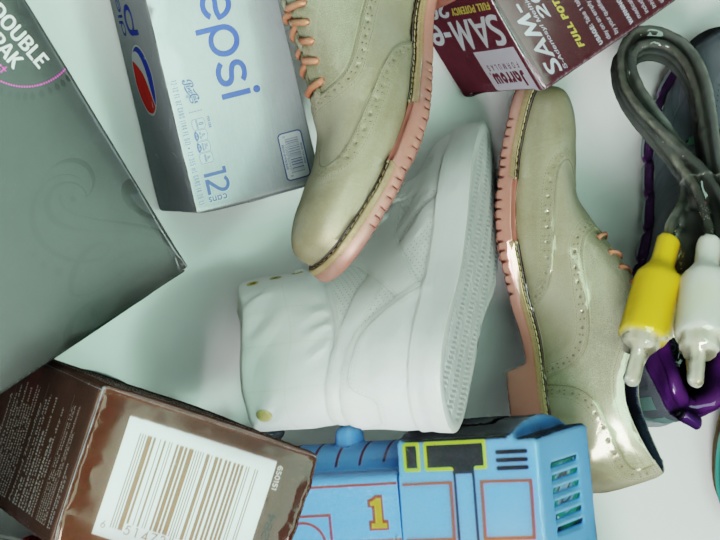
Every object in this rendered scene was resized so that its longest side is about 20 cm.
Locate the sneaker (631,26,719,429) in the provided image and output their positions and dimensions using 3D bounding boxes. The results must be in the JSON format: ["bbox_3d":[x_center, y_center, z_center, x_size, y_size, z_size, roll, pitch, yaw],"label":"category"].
[{"bbox_3d":[0.175,-0.019,1.405,0.074,0.087,0.201,13,89,-18],"label":"sneaker"}]

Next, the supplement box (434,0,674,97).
[{"bbox_3d":[0.131,-0.159,1.374,0.200,0.109,0.061,-35,101,-14],"label":"supplement box"}]

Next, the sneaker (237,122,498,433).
[{"bbox_3d":[0.000,0.000,1.335,0.115,0.200,0.074,-4,124,16],"label":"sneaker"}]

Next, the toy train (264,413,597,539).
[{"bbox_3d":[0.015,0.125,1.315,0.199,0.087,0.115,-4,89,25],"label":"toy train"}]

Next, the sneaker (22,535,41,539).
[{"bbox_3d":[-0.172,0.213,1.321,0.085,0.077,0.201,27,79,2],"label":"sneaker"}]

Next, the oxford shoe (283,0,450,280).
[{"bbox_3d":[-0.008,-0.093,1.291,0.074,0.071,0.201,22,66,-18],"label":"oxford shoe"}]

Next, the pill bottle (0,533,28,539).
[{"bbox_3d":[-0.145,0.171,1.235,0.199,0.114,0.114,13,88,4],"label":"pill bottle"}]

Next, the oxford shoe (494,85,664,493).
[{"bbox_3d":[0.107,0.007,1.377,0.073,0.071,0.201,-6,90,18],"label":"oxford shoe"}]

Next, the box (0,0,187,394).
[{"bbox_3d":[-0.205,-0.010,1.261,0.200,0.124,0.149,-33,102,-15],"label":"box"}]

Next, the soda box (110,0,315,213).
[{"bbox_3d":[-0.078,-0.130,1.327,0.063,0.068,0.201,-15,97,-18],"label":"soda box"}]

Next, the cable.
[{"bbox_3d":[0.165,-0.031,1.351,0.097,0.050,0.201,1,65,-2],"label":"cable"}]

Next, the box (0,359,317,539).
[{"bbox_3d":[-0.100,0.087,1.260,0.100,0.200,0.075,19,89,-17],"label":"box"}]

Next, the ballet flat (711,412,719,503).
[{"bbox_3d":[0.220,0.033,1.423,0.068,0.072,0.201,15,122,15],"label":"ballet flat"}]
